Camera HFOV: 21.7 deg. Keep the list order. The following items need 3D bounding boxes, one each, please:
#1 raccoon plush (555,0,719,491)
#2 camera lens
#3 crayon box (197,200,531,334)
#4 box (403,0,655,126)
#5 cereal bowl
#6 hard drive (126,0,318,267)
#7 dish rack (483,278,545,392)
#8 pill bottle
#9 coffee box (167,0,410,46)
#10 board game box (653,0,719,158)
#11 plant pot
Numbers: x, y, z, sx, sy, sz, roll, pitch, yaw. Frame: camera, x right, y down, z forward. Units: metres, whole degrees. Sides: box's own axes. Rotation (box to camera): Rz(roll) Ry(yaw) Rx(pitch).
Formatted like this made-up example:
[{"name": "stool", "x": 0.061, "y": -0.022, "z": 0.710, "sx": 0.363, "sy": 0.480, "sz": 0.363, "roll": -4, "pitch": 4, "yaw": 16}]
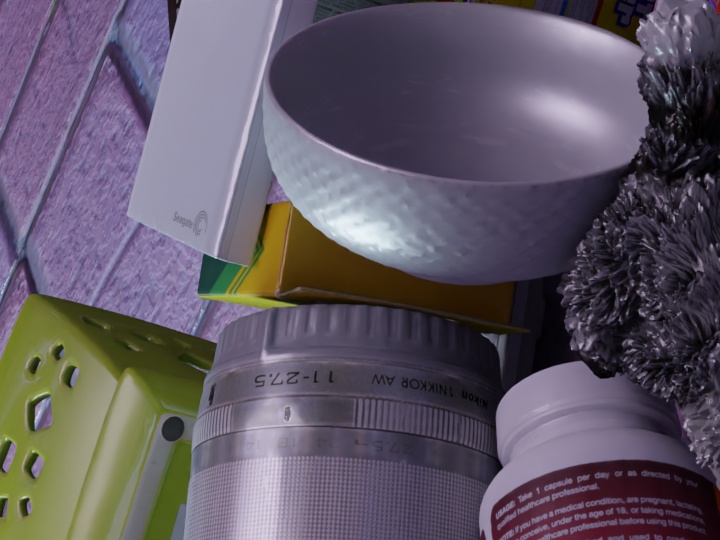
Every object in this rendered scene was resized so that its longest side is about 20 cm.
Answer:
[{"name": "raccoon plush", "x": 0.150, "y": 0.007, "z": 0.760, "sx": 0.134, "sy": 0.096, "sz": 0.201, "roll": 43, "pitch": 156, "yaw": 47}, {"name": "camera lens", "x": -0.007, "y": 0.134, "z": 0.916, "sx": 0.160, "sy": 0.159, "sz": 0.201, "roll": -27, "pitch": 54, "yaw": 55}, {"name": "crayon box", "x": 0.000, "y": 0.000, "z": 0.987, "sx": 0.200, "sy": 0.126, "sz": 0.051, "roll": 179, "pitch": 100, "yaw": -71}, {"name": "box", "x": 0.074, "y": -0.163, "z": 1.074, "sx": 0.192, "sy": 0.122, "sz": 0.201, "roll": 24, "pitch": 97, "yaw": 64}, {"name": "cereal bowl", "x": 0.051, "y": -0.052, "z": 0.884, "sx": 0.200, "sy": 0.199, "sz": 0.084, "roll": -118, "pitch": 25, "yaw": -55}, {"name": "hard drive", "x": -0.067, "y": -0.113, "z": 0.986, "sx": 0.132, "sy": 0.027, "sz": 0.201, "roll": 23, "pitch": 100, "yaw": 61}, {"name": "dish rack", "x": 0.046, "y": 0.087, "z": 1.066, "sx": 0.171, "sy": 0.043, "sz": 0.201, "roll": -19, "pitch": 58, "yaw": 60}, {"name": "pill bottle", "x": 0.111, "y": 0.144, "z": 0.824, "sx": 0.113, "sy": 0.113, "sz": 0.201, "roll": -46, "pitch": 37, "yaw": 42}, {"name": "coffee box", "x": -0.031, "y": -0.173, "z": 1.058, "sx": 0.200, "sy": 0.080, "sz": 0.113, "roll": -49, "pitch": 37, "yaw": 41}, {"name": "board game box", "x": 0.178, "y": -0.092, "z": 0.746, "sx": 0.200, "sy": 0.040, "sz": 0.153, "roll": 89, "pitch": 156, "yaw": -66}, {"name": "plant pot", "x": -0.128, "y": 0.146, "z": 1.209, "sx": 0.181, "sy": 0.199, "sz": 0.200, "roll": 20, "pitch": 92, "yaw": 56}]
